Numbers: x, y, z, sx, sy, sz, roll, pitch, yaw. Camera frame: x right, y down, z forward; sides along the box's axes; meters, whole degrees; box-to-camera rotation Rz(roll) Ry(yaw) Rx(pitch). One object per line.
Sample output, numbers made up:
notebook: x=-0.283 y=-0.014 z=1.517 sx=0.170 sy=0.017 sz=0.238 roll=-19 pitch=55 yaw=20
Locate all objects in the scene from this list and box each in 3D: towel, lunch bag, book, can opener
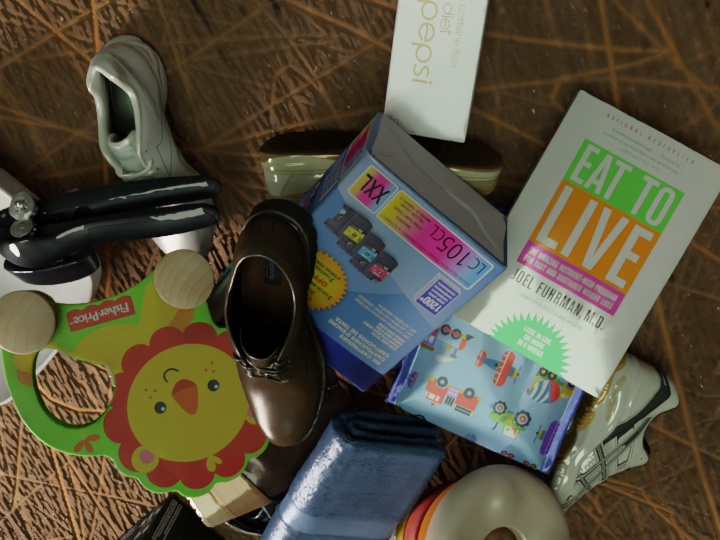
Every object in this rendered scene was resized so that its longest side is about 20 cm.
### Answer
towel: x=-0.013 y=0.199 z=0.785 sx=0.111 sy=0.049 sz=0.201 roll=11 pitch=127 yaw=-24
lunch bag: x=0.129 y=0.042 z=0.764 sx=0.149 sy=0.094 sz=0.201 roll=23 pitch=105 yaw=1
book: x=0.177 y=-0.021 z=0.712 sx=0.133 sy=0.048 sz=0.201 roll=29 pitch=94 yaw=2
can opener: x=-0.205 y=-0.043 z=0.724 sx=0.198 sy=0.079 sz=0.064 roll=-15 pitch=65 yaw=10

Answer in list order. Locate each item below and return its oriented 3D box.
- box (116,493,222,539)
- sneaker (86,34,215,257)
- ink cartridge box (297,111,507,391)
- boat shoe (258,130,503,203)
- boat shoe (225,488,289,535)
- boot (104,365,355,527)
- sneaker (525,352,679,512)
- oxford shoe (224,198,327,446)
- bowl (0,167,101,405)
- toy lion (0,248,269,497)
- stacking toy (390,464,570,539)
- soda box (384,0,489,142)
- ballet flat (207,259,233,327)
box: x=-0.187 y=0.367 z=0.926 sx=0.148 sy=0.124 sz=0.200 roll=-41 pitch=100 yaw=22
sneaker: x=-0.182 y=-0.090 z=0.755 sx=0.070 sy=0.080 sz=0.202 roll=-14 pitch=112 yaw=12
ink cartridge box: x=0.000 y=0.000 z=0.701 sx=0.136 sy=0.077 sz=0.200 roll=38 pitch=123 yaw=-13
boat shoe: x=0.017 y=-0.074 z=0.738 sx=0.198 sy=0.074 sz=0.067 roll=5 pitch=121 yaw=14
boat shoe: x=-0.067 y=0.230 z=0.866 sx=0.199 sy=0.091 sz=0.071 roll=33 pitch=114 yaw=-6
boot: x=-0.112 y=0.104 z=0.787 sx=0.166 sy=0.072 sz=0.201 roll=-34 pitch=97 yaw=-8
sneaker: x=0.212 y=0.165 z=0.803 sx=0.087 sy=0.076 sz=0.201 roll=18 pitch=120 yaw=-9
oxford shoe: x=-0.069 y=0.056 z=0.655 sx=0.072 sy=0.085 sz=0.202 roll=2 pitch=120 yaw=12
bowl: x=-0.342 y=-0.003 z=0.820 sx=0.199 sy=0.075 sz=0.200 roll=40 pitch=114 yaw=-9
toy lion: x=-0.170 y=0.090 z=0.715 sx=0.198 sy=0.069 sz=0.194 roll=-15 pitch=92 yaw=-14
stacking toy: x=0.077 y=0.239 z=0.812 sx=0.145 sy=0.200 sz=0.148 roll=2 pitch=85 yaw=-27
soda box: x=0.063 y=-0.204 z=0.675 sx=0.067 sy=0.064 sz=0.202 roll=9 pitch=114 yaw=5
ballet flat: x=-0.112 y=0.030 z=0.799 sx=0.064 sy=0.067 sz=0.200 roll=45 pitch=111 yaw=-3
